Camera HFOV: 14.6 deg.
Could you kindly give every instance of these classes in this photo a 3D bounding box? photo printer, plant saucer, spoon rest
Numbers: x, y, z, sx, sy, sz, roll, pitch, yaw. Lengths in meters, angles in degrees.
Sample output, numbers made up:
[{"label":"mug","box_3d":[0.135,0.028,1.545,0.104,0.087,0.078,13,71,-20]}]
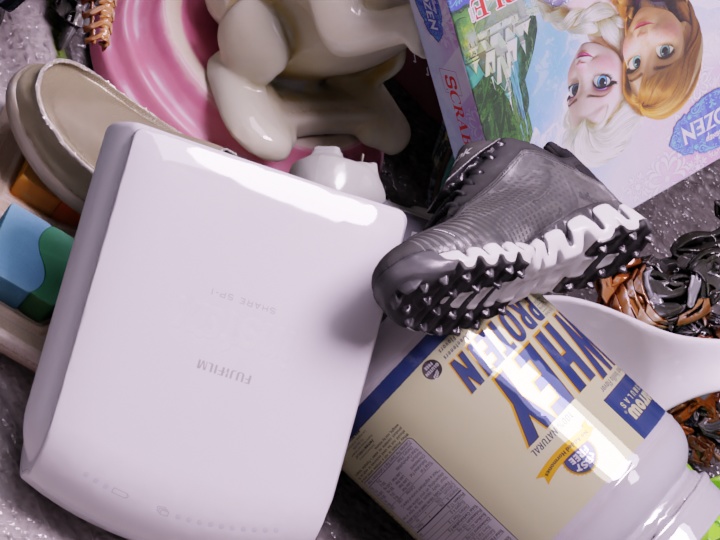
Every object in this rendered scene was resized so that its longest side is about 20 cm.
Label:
[{"label":"photo printer","box_3d":[-0.077,0.043,1.422,0.166,0.069,0.200,19,81,-17]},{"label":"plant saucer","box_3d":[-0.065,-0.115,1.690,0.200,0.051,0.201,24,40,-22]},{"label":"spoon rest","box_3d":[0.158,0.059,1.622,0.061,0.200,0.100,48,37,-80]}]

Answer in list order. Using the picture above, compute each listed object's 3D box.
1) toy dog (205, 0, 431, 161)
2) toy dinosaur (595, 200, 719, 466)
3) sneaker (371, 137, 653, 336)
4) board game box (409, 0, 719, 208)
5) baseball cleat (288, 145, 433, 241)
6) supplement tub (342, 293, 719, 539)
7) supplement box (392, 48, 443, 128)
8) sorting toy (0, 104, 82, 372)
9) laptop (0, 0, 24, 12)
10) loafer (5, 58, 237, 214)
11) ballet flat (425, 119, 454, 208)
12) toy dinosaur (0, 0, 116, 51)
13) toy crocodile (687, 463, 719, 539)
[{"label":"toy dog","box_3d":[0.008,-0.184,1.615,0.139,0.200,0.194,5,50,-40]},{"label":"toy dinosaur","box_3d":[0.190,0.017,1.684,0.200,0.136,0.102,62,2,-33]},{"label":"sneaker","box_3d":[0.063,-0.024,1.456,0.200,0.066,0.091,-15,62,-47]},{"label":"board game box","box_3d":[0.131,-0.131,1.579,0.200,0.041,0.200,-30,117,-25]},{"label":"baseball cleat","box_3d":[0.000,0.000,1.598,0.200,0.070,0.107,36,58,-62]},{"label":"supplement tub","box_3d":[0.085,0.099,1.521,0.200,0.145,0.145,43,36,3]},{"label":"supplement box","box_3d":[0.139,-0.155,1.760,0.200,0.197,0.133,46,21,-3]},{"label":"sorting toy","box_3d":[-0.132,-0.001,1.521,0.185,0.036,0.200,31,37,-13]},{"label":"laptop","box_3d":[-0.236,-0.238,1.567,0.103,0.200,0.177,21,37,-53]},{"label":"loafer","box_3d":[-0.104,-0.048,1.509,0.200,0.068,0.076,43,38,-2]},{"label":"ballet flat","box_3d":[0.083,-0.102,1.681,0.074,0.200,0.074,15,29,-8]},{"label":"toy dinosaur","box_3d":[-0.170,-0.206,1.617,0.102,0.136,0.200,30,37,-16]},{"label":"toy crocodile","box_3d":[0.218,0.178,1.642,0.200,0.062,0.067,48,36,17]}]
